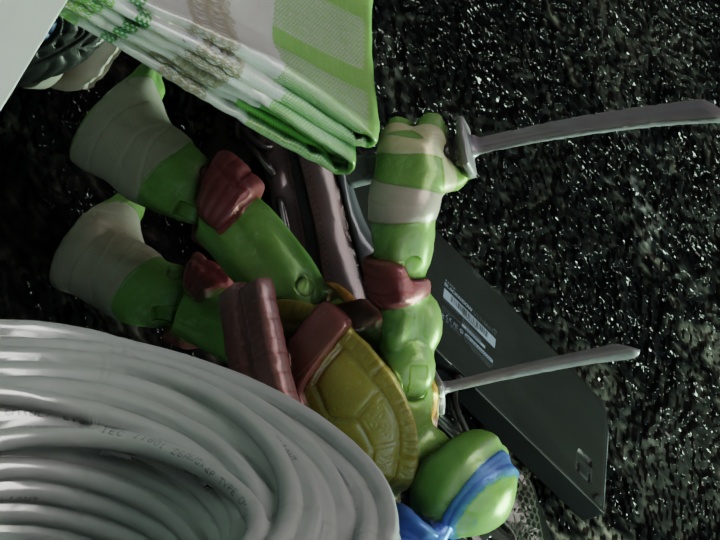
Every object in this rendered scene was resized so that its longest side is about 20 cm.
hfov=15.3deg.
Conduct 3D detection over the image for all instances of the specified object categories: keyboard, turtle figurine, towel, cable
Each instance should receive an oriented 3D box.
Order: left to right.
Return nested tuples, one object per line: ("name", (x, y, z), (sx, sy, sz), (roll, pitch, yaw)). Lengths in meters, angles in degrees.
("cable", (-0.089, 0.084, 0.768), (0.199, 0.069, 0.200), (9, 24, -7))
("towel", (-0.072, -0.131, 0.877), (0.200, 0.031, 0.150), (29, 41, -26))
("turtle figurine", (0.000, 0.000, 0.955), (0.194, 0.200, 0.144), (32, -9, 15))
("keyboard", (0.038, 0.040, 1.144), (0.200, 0.021, 0.127), (44, 31, -23))

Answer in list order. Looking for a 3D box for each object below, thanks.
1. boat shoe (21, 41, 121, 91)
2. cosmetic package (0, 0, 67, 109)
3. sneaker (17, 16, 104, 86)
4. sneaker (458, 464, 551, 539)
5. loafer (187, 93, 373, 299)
("boat shoe", (-0.072, -0.155, 1.003), (0.059, 0.201, 0.072), (17, 8, -40))
("cosmetic package", (-0.184, -0.075, 0.752), (0.113, 0.200, 0.081), (47, 53, -29))
("sneaker", (-0.173, -0.117, 0.875), (0.199, 0.076, 0.077), (14, 36, -16))
("sneaker", (0.016, 0.119, 1.006), (0.199, 0.076, 0.115), (27, 44, -45))
("loafer", (-0.036, -0.028, 1.053), (0.063, 0.072, 0.201), (-18, 77, -17))
